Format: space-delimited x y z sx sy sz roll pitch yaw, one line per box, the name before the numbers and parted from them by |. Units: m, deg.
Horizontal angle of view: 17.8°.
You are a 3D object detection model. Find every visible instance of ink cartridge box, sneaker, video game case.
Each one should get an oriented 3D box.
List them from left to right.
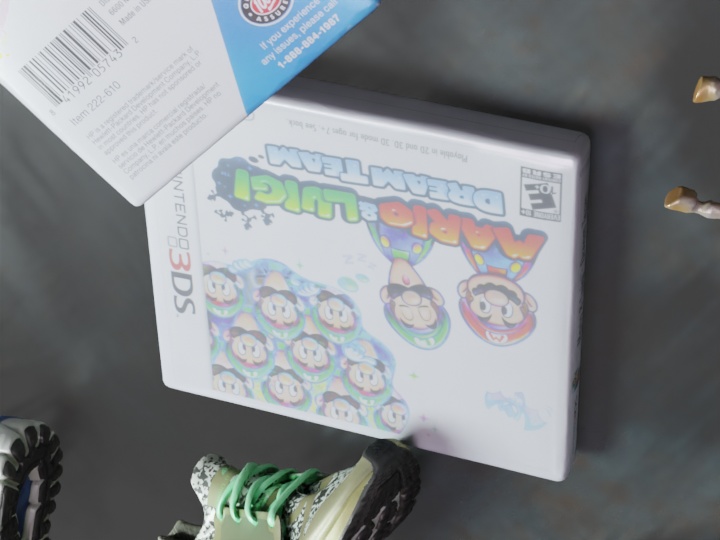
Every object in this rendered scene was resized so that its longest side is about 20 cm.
sneaker | -0.207 0.147 1.195 0.089 0.079 0.201 21 125 19
ink cartridge box | -0.102 -0.147 0.864 0.144 0.085 0.200 -37 111 30
sneaker | -0.046 0.121 1.089 0.089 0.077 0.200 48 137 4
video game case | 0.000 0.000 0.999 0.199 0.024 0.183 12 131 16

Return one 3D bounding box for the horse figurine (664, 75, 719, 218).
horse figurine | 0.194 -0.072 0.823 0.132 0.050 0.201 14 127 -2
